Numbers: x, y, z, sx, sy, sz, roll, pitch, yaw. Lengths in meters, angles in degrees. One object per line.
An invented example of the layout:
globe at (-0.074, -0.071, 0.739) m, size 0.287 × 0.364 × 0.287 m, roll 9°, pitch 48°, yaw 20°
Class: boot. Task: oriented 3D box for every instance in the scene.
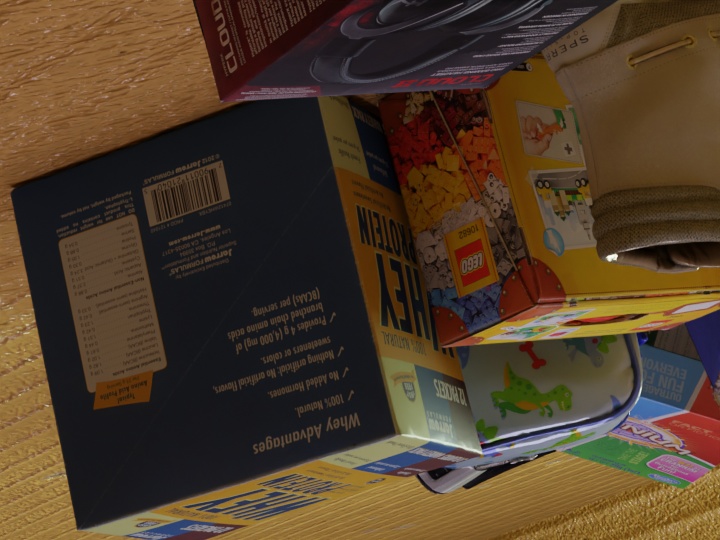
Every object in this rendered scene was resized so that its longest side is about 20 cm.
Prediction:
boot at (0.183, -0.078, 1.232) m, size 0.199 × 0.155 × 0.072 m, roll -5°, pitch 165°, yaw -38°

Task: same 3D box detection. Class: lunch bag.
lunch bag at (0.085, 0.017, 1.446) m, size 0.160 × 0.201 × 0.082 m, roll -14°, pitch 169°, yaw -2°

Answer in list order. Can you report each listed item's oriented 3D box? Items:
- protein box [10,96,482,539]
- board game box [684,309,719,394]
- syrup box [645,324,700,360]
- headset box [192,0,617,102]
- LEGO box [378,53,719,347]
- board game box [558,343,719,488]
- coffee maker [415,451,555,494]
protein box at (-0.064, 0.030, 1.319) m, size 0.198 × 0.201 × 0.135 m, roll -18°, pitch 165°, yaw 19°
board game box at (0.304, -0.028, 1.542) m, size 0.199 × 0.160 × 0.097 m, roll -11°, pitch 147°, yaw -11°
syrup box at (0.194, 0.030, 1.721) m, size 0.081 × 0.079 × 0.200 m, roll -4°, pitch 153°, yaw 45°
headset box at (0.031, -0.135, 0.983) m, size 0.148 × 0.078 × 0.200 m, roll -6°, pitch 164°, yaw -36°
LEGO box at (0.121, -0.041, 1.346) m, size 0.200 × 0.149 × 0.077 m, roll -2°, pitch 163°, yaw -45°
board game box at (0.200, 0.103, 1.735) m, size 0.152 × 0.040 × 0.200 m, roll 17°, pitch 162°, yaw -3°
coffee maker at (0.158, 0.121, 2.184) m, size 0.200 × 0.135 × 0.192 m, roll -24°, pitch 166°, yaw 40°
